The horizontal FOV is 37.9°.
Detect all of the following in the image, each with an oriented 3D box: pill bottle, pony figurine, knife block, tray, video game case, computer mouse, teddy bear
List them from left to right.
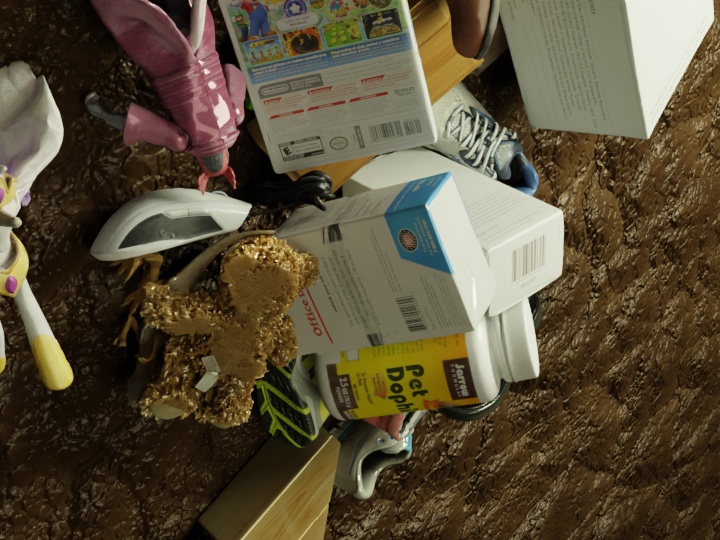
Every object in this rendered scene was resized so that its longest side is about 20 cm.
[{"bbox_3d":[-0.259,-0.034,0.701,0.165,0.193,0.201,-24,145,-27],"label":"pony figurine"},{"bbox_3d":[-0.128,-0.052,0.863,0.198,0.109,0.044,-16,104,-26],"label":"computer mouse"},{"bbox_3d":[-0.111,0.051,0.864,0.143,0.067,0.202,1,124,-16],"label":"teddy bear"},{"bbox_3d":[-0.116,0.251,1.046,0.174,0.064,0.202,-7,116,-41],"label":"knife block"},{"bbox_3d":[-0.028,-0.179,0.825,0.141,0.018,0.202,-9,123,12],"label":"video game case"},{"bbox_3d":[0.006,-0.156,0.921,0.199,0.037,0.099,-40,136,6],"label":"tray"},{"bbox_3d":[0.062,0.074,0.976,0.197,0.110,0.110,-10,131,14],"label":"pill bottle"}]

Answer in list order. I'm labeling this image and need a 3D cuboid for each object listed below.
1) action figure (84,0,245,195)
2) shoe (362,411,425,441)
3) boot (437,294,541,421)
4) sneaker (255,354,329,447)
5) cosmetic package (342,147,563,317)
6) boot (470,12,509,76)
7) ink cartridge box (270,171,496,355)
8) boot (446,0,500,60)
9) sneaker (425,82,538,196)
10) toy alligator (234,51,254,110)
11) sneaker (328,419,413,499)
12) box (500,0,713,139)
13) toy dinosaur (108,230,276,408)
[{"bbox_3d":[-0.123,-0.151,0.779,0.133,0.148,0.202,-35,118,-31],"label":"action figure"},{"bbox_3d":[0.059,0.073,1.078,0.201,0.090,0.072,-57,154,-7],"label":"shoe"},{"bbox_3d":[0.132,0.040,1.129,0.212,0.079,0.159,-56,148,-38],"label":"boot"},{"bbox_3d":[-0.071,0.071,1.002,0.077,0.075,0.202,-51,142,-47],"label":"sneaker"},{"bbox_3d":[0.081,-0.042,0.972,0.101,0.199,0.075,-25,127,-31],"label":"cosmetic package"},{"bbox_3d":[0.084,-0.274,0.951,0.198,0.064,0.188,1,124,-39],"label":"boot"},{"bbox_3d":[0.000,0.000,0.885,0.068,0.198,0.117,-52,124,-52],"label":"ink cartridge box"},{"bbox_3d":[0.006,-0.250,0.818,0.197,0.069,0.191,-10,106,-9],"label":"boot"},{"bbox_3d":[0.118,-0.132,1.043,0.199,0.085,0.078,32,89,-46],"label":"sneaker"},{"bbox_3d":[-0.053,-0.224,0.860,0.059,0.054,0.202,5,108,-44],"label":"toy alligator"},{"bbox_3d":[0.037,0.157,1.121,0.075,0.086,0.201,36,84,-44],"label":"sneaker"},{"bbox_3d":[0.240,-0.269,1.013,0.200,0.130,0.201,-54,138,-30],"label":"box"},{"bbox_3d":[-0.161,0.018,0.902,0.201,0.060,0.106,-56,149,-5],"label":"toy dinosaur"}]
